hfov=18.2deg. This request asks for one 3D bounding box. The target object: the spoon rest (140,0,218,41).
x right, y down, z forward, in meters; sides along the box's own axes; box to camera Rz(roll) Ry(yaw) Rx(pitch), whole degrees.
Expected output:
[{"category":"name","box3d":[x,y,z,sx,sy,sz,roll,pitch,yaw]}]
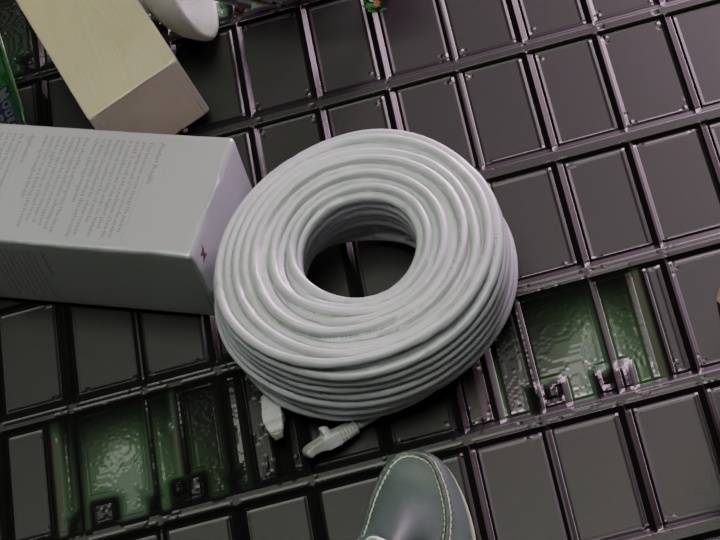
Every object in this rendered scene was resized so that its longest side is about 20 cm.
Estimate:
[{"category":"spoon rest","box3d":[-0.150,-0.257,1.614,0.060,0.099,0.201,-28,87,16]}]

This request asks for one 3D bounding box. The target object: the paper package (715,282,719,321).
[{"category":"paper package","box3d":[0.325,-0.015,1.347,0.189,0.104,0.201,10,57,22]}]

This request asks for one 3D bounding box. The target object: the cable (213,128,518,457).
[{"category":"cable","box3d":[0.000,0.000,1.444,0.199,0.069,0.201,-26,53,-4]}]

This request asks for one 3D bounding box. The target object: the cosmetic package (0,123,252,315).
[{"category":"cosmetic package","box3d":[-0.182,-0.036,1.518,0.199,0.071,0.102,5,55,19]}]

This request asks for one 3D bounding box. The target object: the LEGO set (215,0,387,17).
[{"category":"LEGO set","box3d":[-0.034,-0.260,1.640,0.153,0.116,0.201,7,56,-16]}]

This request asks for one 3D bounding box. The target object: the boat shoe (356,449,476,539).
[{"category":"boat shoe","box3d":[0.025,0.185,1.309,0.072,0.062,0.201,-1,55,14]}]

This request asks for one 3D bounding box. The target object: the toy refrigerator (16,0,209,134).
[{"category":"toy refrigerator","box3d":[-0.190,-0.172,1.622,0.076,0.070,0.200,-34,53,-1]}]

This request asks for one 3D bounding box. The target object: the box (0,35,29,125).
[{"category":"box","box3d":[-0.300,-0.162,1.612,0.048,0.118,0.200,-35,53,-19]}]
